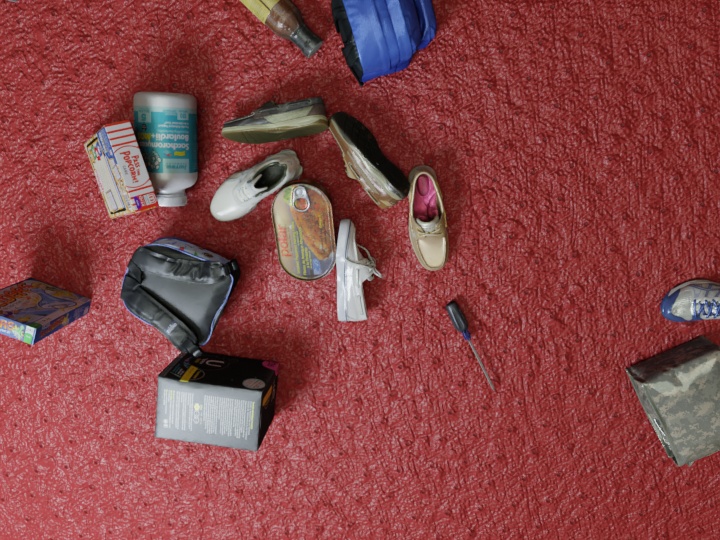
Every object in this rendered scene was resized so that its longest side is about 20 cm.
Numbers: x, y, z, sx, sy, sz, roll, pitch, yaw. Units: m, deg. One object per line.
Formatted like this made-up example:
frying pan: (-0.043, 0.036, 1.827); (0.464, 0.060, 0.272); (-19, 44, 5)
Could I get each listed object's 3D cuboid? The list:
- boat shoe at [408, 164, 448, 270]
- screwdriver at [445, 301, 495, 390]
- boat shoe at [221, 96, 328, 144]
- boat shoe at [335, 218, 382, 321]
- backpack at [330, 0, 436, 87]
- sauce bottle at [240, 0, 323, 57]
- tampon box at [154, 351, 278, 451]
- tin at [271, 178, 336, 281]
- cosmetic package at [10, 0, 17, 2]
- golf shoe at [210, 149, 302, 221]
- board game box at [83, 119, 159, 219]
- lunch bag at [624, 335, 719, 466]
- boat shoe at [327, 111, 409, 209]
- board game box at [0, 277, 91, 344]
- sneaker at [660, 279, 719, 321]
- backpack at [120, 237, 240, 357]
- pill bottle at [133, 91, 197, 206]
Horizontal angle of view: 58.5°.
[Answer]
boat shoe: (0.122, -0.092, 1.186); (0.074, 0.069, 0.200); (-10, 101, 7)
screwdriver: (0.218, 0.148, 1.257); (0.028, 0.029, 0.200); (-27, 103, 9)
boat shoe: (-0.156, -0.276, 1.172); (0.201, 0.072, 0.066); (-4, 82, 15)
boat shoe: (0.000, 0.002, 1.214); (0.086, 0.075, 0.202); (1, 105, 5)
backpack: (0.037, -0.413, 1.056); (0.168, 0.200, 0.163); (-21, 99, 9)
sauce bottle: (-0.152, -0.458, 1.130); (0.066, 0.066, 0.200); (-43, 97, 12)
tampon box: (-0.274, 0.247, 1.250); (0.200, 0.150, 0.126); (7, 103, 2)
tin: (-0.104, -0.074, 1.198); (0.112, 0.042, 0.200); (-5, 120, -3)
cosmetic package: (-0.723, -0.542, 1.135); (0.200, 0.107, 0.090); (15, 103, 3)
golf shoe: (-0.203, -0.155, 1.184); (0.200, 0.097, 0.078); (-34, 99, 12)
board game box: (-0.433, -0.174, 1.153); (0.046, 0.200, 0.152); (-22, 103, -30)
lunch bag: (0.622, 0.249, 1.199); (0.164, 0.118, 0.200); (-26, 94, 8)
boat shoe: (0.002, -0.195, 1.171); (0.200, 0.076, 0.074); (52, 129, 4)
board game box: (-0.621, 0.072, 1.212); (0.135, 0.200, 0.035); (19, 103, -1)
sneaker: (0.657, 0.057, 1.169); (0.200, 0.088, 0.075); (-12, 103, 8)
backpack: (-0.340, 0.027, 1.207); (0.190, 0.154, 0.200); (25, 97, -10)
pill bottle: (-0.354, -0.220, 1.174); (0.111, 0.111, 0.200); (3, 103, 4)
